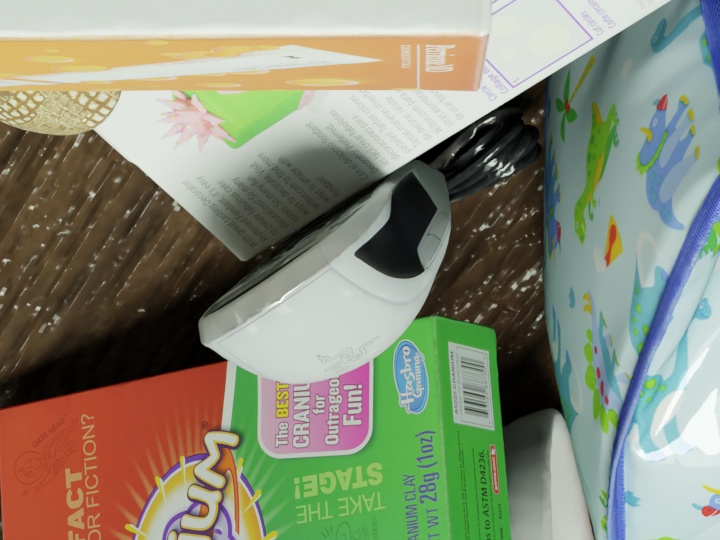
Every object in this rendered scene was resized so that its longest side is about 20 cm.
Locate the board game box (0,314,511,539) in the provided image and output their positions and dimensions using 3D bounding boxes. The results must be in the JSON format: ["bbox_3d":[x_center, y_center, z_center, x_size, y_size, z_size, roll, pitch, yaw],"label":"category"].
[{"bbox_3d":[-0.039,0.109,1.046,0.199,0.154,0.040,-13,164,33],"label":"board game box"}]

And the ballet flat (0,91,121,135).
[{"bbox_3d":[-0.153,-0.107,0.846,0.200,0.065,0.071,43,119,6],"label":"ballet flat"}]

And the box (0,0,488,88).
[{"bbox_3d":[-0.067,-0.098,0.740,0.199,0.098,0.124,0,178,2],"label":"box"}]

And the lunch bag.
[{"bbox_3d":[0.122,-0.017,0.982,0.127,0.171,0.201,-10,135,1],"label":"lunch bag"}]

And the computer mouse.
[{"bbox_3d":[0.000,0.000,0.975,0.109,0.200,0.044,-32,95,21],"label":"computer mouse"}]

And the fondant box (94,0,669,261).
[{"bbox_3d":[-0.002,-0.106,0.908,0.200,0.058,0.144,-32,131,19],"label":"fondant box"}]

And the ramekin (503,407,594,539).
[{"bbox_3d":[0.041,0.158,1.126,0.097,0.201,0.201,-8,135,8],"label":"ramekin"}]
